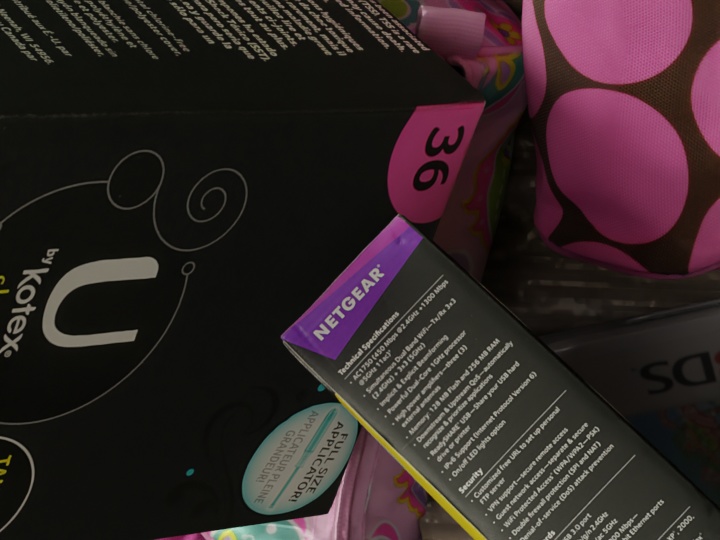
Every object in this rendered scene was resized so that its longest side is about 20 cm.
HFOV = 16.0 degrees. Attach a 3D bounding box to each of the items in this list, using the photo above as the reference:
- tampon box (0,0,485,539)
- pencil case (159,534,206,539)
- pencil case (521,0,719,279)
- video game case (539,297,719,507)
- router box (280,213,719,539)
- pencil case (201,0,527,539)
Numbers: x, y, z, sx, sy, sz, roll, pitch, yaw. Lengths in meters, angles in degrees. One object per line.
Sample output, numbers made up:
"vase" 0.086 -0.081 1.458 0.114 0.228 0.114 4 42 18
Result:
"tampon box" -0.093 -0.013 0.726 0.126 0.199 0.151 45 127 38
"pencil case" -0.023 0.166 0.885 0.088 0.088 0.200 -43 84 25
"pencil case" 0.091 -0.095 0.747 0.093 0.091 0.201 21 129 37
"video game case" 0.153 0.103 0.834 0.181 0.022 0.202 -13 99 24
"router box" 0.067 0.074 0.727 0.051 0.200 0.149 -45 69 -2
"pencil case" 0.000 0.000 0.833 0.087 0.087 0.202 19 110 16
